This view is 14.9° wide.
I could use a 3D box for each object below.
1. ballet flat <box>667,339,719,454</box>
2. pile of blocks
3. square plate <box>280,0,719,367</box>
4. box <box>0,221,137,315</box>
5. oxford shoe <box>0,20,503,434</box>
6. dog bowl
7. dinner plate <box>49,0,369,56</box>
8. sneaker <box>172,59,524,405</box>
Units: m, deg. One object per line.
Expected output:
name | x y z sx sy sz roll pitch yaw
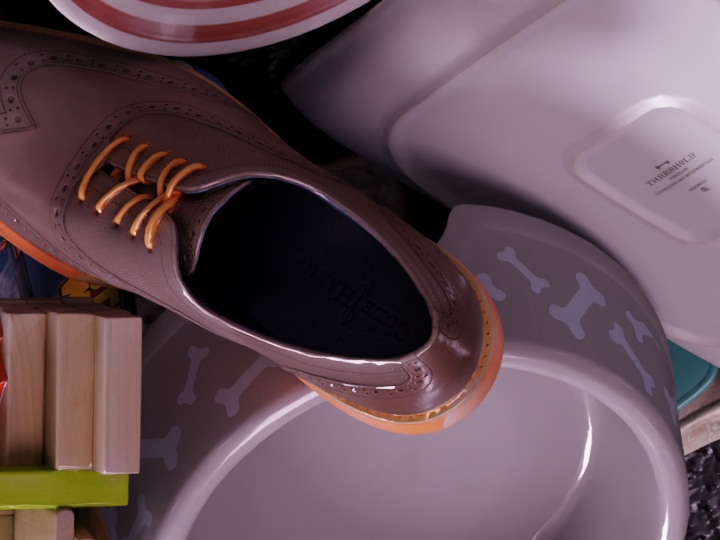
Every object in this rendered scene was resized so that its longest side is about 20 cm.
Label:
ballet flat | 0.135 0.024 0.983 0.200 0.068 0.062 -27 163 11
pile of blocks | -0.112 0.096 0.830 0.062 0.082 0.201 0 119 -22
square plate | 0.102 -0.039 0.835 0.198 0.029 0.200 31 146 -20
box | -0.131 0.057 0.885 0.137 0.040 0.200 -35 142 -32
oxford shoe | -0.051 -0.023 0.776 0.071 0.200 0.073 -63 166 -5
dog bowl | 0.013 0.076 0.872 0.199 0.059 0.201 -8 128 -10
dinner plate | -0.015 -0.145 0.763 0.200 0.024 0.200 -28 145 -22
sneaker | 0.000 -0.001 0.897 0.111 0.077 0.200 -24 126 -7
